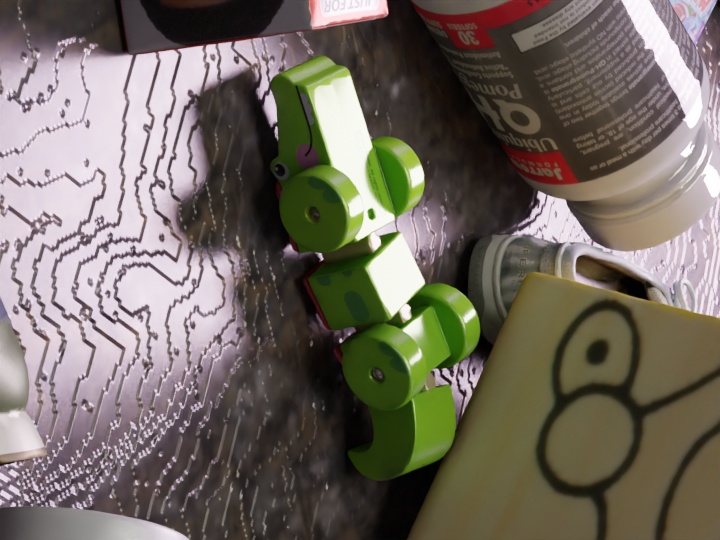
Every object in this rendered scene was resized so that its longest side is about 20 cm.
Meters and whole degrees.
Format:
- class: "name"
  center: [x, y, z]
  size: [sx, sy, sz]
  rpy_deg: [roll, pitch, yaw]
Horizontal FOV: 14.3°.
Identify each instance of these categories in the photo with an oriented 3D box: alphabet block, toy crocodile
- class: "alphabet block"
  center: [0.154, 0.142, 1.353]
  size: [0.196, 0.195, 0.200]
  rpy_deg: [39, 73, -49]
- class: "toy crocodile"
  center: [0.000, 0.000, 1.310]
  size: [0.068, 0.062, 0.200]
  rpy_deg: [-37, 111, -50]

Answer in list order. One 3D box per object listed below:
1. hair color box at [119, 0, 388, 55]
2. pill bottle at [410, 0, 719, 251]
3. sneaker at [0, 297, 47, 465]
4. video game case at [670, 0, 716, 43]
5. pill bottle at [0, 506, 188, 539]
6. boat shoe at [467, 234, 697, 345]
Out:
- class: "hair color box"
  center: [-0.058, -0.197, 1.206]
  size: [0.061, 0.101, 0.200]
  rpy_deg: [-17, 100, -55]
- class: "pill bottle"
  center: [0.107, -0.106, 1.423]
  size: [0.200, 0.111, 0.111]
  rpy_deg: [55, 45, -35]
- class: "sneaker"
  center: [-0.194, 0.031, 1.020]
  size: [0.200, 0.067, 0.090]
  rpy_deg: [1, 78, -55]
- class: "video game case"
  center: [0.179, -0.207, 1.539]
  size: [0.143, 0.018, 0.200]
  rpy_deg: [31, 85, -58]
- class: "pill bottle"
  center: [-0.116, 0.194, 1.067]
  size: [0.109, 0.109, 0.200]
  rpy_deg: [28, 64, -51]
- class: "boat shoe"
  center: [0.131, 0.027, 1.482]
  size: [0.202, 0.065, 0.075]
  rpy_deg: [29, 63, -50]
